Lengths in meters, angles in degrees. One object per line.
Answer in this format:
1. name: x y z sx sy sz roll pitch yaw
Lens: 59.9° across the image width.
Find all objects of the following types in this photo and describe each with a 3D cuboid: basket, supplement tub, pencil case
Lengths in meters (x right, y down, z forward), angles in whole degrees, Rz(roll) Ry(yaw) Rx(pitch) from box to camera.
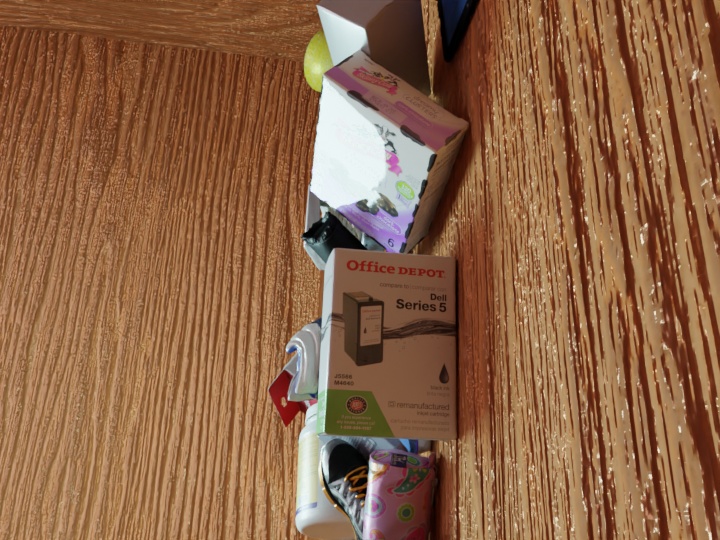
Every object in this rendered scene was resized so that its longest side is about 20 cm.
1. basket: -0.034 -0.083 1.246 0.200 0.122 0.137 67 -154 -77
2. supplement tub: -0.036 0.339 1.064 0.146 0.143 0.202 105 168 -54
3. pencil case: 0.044 0.308 0.717 0.087 0.086 0.203 145 130 -80

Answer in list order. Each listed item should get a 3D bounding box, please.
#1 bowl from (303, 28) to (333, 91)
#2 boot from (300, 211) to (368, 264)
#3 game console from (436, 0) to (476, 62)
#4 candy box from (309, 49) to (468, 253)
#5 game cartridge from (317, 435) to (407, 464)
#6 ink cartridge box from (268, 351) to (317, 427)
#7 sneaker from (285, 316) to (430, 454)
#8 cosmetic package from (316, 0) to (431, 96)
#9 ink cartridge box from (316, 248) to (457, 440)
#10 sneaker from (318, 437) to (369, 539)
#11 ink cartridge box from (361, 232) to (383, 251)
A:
1. bowl: -0.073 -0.655 1.980 0.107 0.199 0.202 30 126 34
2. boot: 0.001 0.000 0.856 0.073 0.163 0.198 -42 18 -4
3. game console: 0.079 -0.383 0.731 0.117 0.175 0.200 -58 -3 -23
4. candy box: 0.025 -0.137 0.777 0.071 0.167 0.201 -41 -19 -31
5. game cartridge: 0.004 0.245 0.907 0.040 0.133 0.201 -39 -18 -29
6. ink cartridge box: -0.072 0.216 1.168 0.176 0.083 0.201 -48 -26 -23
7. sneaker: -0.013 0.152 0.767 0.081 0.145 0.202 136 112 -78
8. cosmetic package: 0.026 -0.282 0.813 0.108 0.084 0.201 -49 -27 -16
9. ink cartridge box: 0.029 0.084 0.704 0.084 0.143 0.203 121 152 -72
10. sneaker: 0.011 0.318 0.853 0.201 0.078 0.077 58 146 18
11. ink cartridge box: 0.024 -0.049 1.060 0.201 0.040 0.201 102 -177 -45
